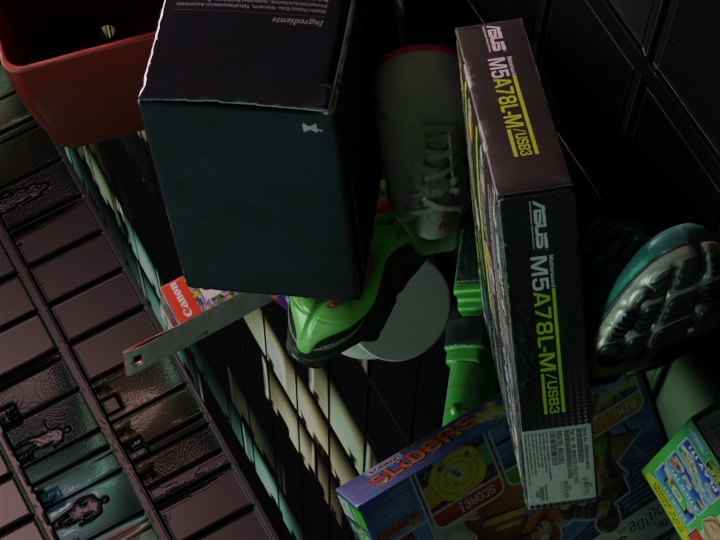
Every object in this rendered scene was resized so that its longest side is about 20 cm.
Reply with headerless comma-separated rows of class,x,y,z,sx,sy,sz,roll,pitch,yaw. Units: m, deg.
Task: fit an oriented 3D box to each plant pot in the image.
plant pot,-0.207,-0.216,1.622,0.177,0.199,0.201,91,161,-61

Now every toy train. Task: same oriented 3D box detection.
toy train,0.075,0.062,1.247,0.056,0.042,0.201,47,-135,-52

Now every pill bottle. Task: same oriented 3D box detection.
pill bottle,-0.004,0.005,1.532,0.112,0.111,0.200,68,167,-21

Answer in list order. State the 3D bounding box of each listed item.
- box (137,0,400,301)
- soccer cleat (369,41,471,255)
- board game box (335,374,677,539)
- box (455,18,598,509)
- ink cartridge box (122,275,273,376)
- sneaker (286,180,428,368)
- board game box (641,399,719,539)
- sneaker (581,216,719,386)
box,-0.050,-0.118,1.232,0.200,0.123,0.198,82,-167,-55
soccer cleat,0.047,-0.072,1.238,0.200,0.069,0.087,76,-173,-69
board game box,0.097,0.144,1.190,0.034,0.199,0.136,29,143,62
box,0.090,-0.006,1.068,0.194,0.047,0.201,-93,-4,-59
ink cartridge box,-0.175,0.037,2.098,0.051,0.199,0.109,60,167,12
sneaker,0.000,0.000,1.355,0.077,0.200,0.084,33,128,14
board game box,0.234,0.179,1.104,0.201,0.029,0.135,60,167,14
sneaker,0.141,0.009,1.041,0.200,0.077,0.080,115,136,-75
